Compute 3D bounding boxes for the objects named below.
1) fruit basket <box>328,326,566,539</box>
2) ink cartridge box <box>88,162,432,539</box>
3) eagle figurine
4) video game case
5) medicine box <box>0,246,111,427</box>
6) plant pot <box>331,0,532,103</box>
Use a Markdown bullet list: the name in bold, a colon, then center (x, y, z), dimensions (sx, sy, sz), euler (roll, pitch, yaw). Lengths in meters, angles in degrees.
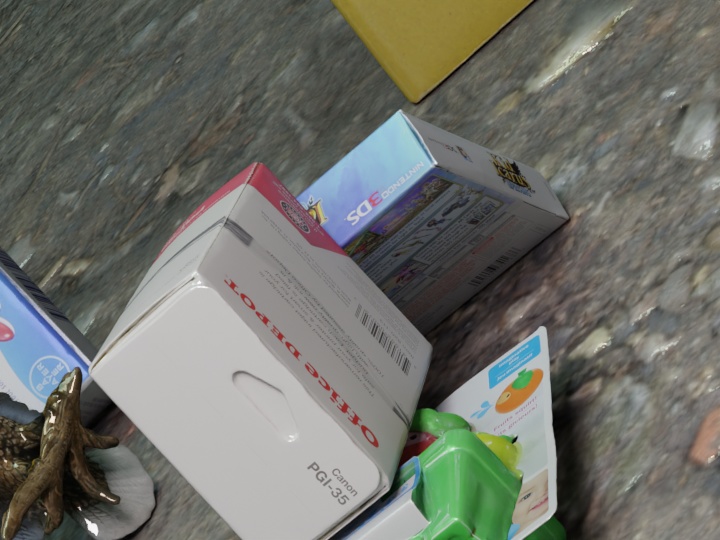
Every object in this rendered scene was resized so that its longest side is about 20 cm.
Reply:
- **fruit basket**: center (0.025, 0.123, 1.434), dimensions (0.185, 0.094, 0.200), euler (-39, 25, 19)
- **ink cartridge box**: center (-0.047, 0.045, 1.437), dimensions (0.083, 0.147, 0.200), euler (-40, 9, 18)
- **eagle figurine**: center (-0.247, 0.124, 1.814), dimensions (0.151, 0.152, 0.199), euler (-17, -2, -45)
- **video game case**: center (0.000, 0.000, 1.614), dimensions (0.200, 0.181, 0.046), euler (-40, 67, 17)
- **medicine box**: center (-0.301, 0.082, 1.967), dimensions (0.200, 0.182, 0.103), euler (-45, -10, 2)
- **plant pot**: center (0.034, -0.279, 1.991), dimensions (0.194, 0.200, 0.196), euler (-41, 23, 13)
